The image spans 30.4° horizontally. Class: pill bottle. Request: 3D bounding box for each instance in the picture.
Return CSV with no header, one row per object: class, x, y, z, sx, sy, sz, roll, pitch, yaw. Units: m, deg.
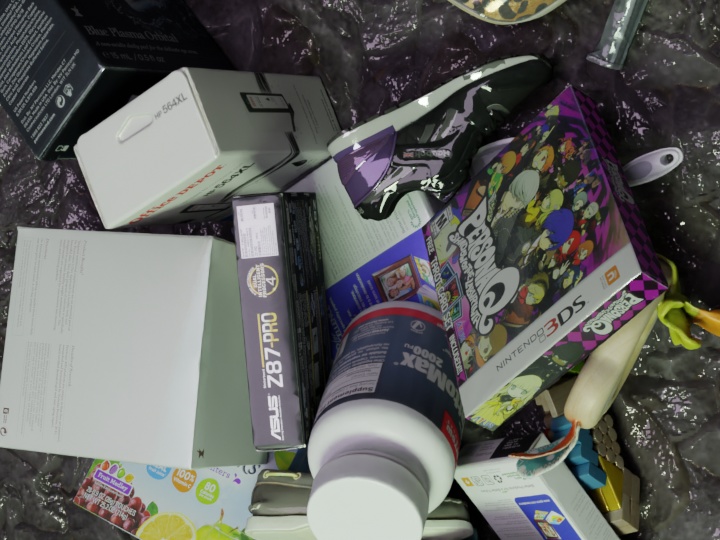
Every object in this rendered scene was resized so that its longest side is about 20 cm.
pill bottle,0.022,0.129,1.056,0.118,0.201,0.121,6,127,9

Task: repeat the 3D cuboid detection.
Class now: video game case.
video game case,0.129,-0.011,0.995,0.181,0.036,0.202,-43,38,31

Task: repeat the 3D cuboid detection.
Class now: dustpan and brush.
dustpan and brush,0.174,-0.058,1.055,0.198,0.057,0.142,-22,83,32

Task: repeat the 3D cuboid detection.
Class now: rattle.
rattle,0.215,0.097,0.978,0.142,0.201,0.130,35,146,0

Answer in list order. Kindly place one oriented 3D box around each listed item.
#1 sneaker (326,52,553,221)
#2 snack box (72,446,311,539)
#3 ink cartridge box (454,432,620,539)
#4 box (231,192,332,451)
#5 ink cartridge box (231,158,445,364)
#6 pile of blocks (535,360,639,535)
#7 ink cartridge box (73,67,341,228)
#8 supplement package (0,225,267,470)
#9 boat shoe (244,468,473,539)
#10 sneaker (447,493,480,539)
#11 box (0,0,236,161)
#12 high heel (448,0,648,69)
sneaker,0.077,-0.106,1.093,0.198,0.076,0.089,-25,85,16
snack box,-0.147,0.187,1.246,0.198,0.068,0.170,21,76,28
ink cartridge box,0.161,0.219,1.068,0.094,0.037,0.201,-18,111,51
box,-0.060,0.036,1.107,0.048,0.161,0.204,-5,93,10
ink cartridge box,0.000,0.000,1.184,0.199,0.043,0.200,-31,79,29
pile of blocks,0.160,0.122,1.072,0.062,0.081,0.203,-26,80,41
ink cartridge box,-0.127,-0.105,1.162,0.145,0.199,0.085,-28,80,32
supplement package,-0.191,0.069,1.167,0.197,0.147,0.195,3,85,22
boat shoe,-0.002,0.198,1.120,0.198,0.072,0.061,-3,63,18
sneaker,0.064,0.263,1.154,0.085,0.077,0.203,-15,87,29
box,-0.252,-0.214,1.233,0.118,0.196,0.201,-47,71,26
high heel,0.144,-0.260,1.041,0.198,0.071,0.144,24,115,11
